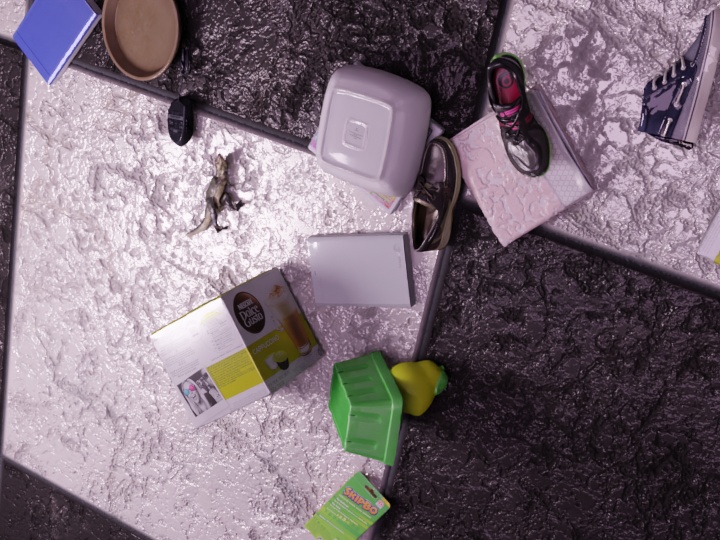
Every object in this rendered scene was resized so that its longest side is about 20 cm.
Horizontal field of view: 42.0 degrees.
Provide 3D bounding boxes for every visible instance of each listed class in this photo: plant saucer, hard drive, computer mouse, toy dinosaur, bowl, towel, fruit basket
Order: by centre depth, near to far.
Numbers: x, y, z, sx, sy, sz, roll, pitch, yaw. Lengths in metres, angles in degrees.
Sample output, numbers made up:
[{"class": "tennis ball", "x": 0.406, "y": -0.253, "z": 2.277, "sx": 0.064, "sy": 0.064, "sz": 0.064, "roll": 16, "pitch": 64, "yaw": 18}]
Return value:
[{"class": "towel", "x": 0.258, "y": -0.168, "z": 1.532, "sx": 0.190, "sy": 0.032, "sz": 0.202, "roll": -31, "pitch": 89, "yaw": 31}, {"class": "bowl", "x": 0.008, "y": -0.233, "z": 1.581, "sx": 0.198, "sy": 0.074, "sz": 0.203, "roll": 23, "pitch": 112, "yaw": 27}, {"class": "fruit basket", "x": 0.056, "y": 0.235, "z": 1.689, "sx": 0.212, "sy": 0.215, "sz": 0.158, "roll": 17, "pitch": 112, "yaw": 22}, {"class": "hard drive", "x": 0.000, "y": 0.000, "z": 1.717, "sx": 0.197, "sy": 0.026, "sz": 0.134, "roll": 0, "pitch": 105, "yaw": 28}, {"class": "plant saucer", "x": -0.412, "y": -0.465, "z": 1.781, "sx": 0.197, "sy": 0.029, "sz": 0.204, "roll": 8, "pitch": 106, "yaw": 30}, {"class": "computer mouse", "x": -0.336, "y": -0.339, "z": 1.791, "sx": 0.058, "sy": 0.034, "sz": 0.204, "roll": 20, "pitch": 109, "yaw": 41}, {"class": "toy dinosaur", "x": -0.276, "y": -0.125, "z": 1.811, "sx": 0.088, "sy": 0.047, "sz": 0.202, "roll": 41, "pitch": 120, "yaw": 27}, {"class": "hard drive", "x": -0.610, "y": -0.492, "z": 1.885, "sx": 0.200, "sy": 0.025, "sz": 0.133, "roll": -42, "pitch": 84, "yaw": 30}]

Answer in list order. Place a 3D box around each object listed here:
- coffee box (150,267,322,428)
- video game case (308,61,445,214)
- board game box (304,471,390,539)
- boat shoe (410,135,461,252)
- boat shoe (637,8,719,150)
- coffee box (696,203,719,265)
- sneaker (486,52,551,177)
[{"class": "coffee box", "x": -0.231, "y": 0.142, "z": 1.768, "sx": 0.198, "sy": 0.199, "sz": 0.200, "roll": -27, "pitch": 92, "yaw": 31}, {"class": "video game case", "x": 0.024, "y": -0.230, "z": 1.639, "sx": 0.199, "sy": 0.024, "sz": 0.183, "roll": 39, "pitch": 119, "yaw": 11}, {"class": "board game box", "x": -0.024, "y": 0.485, "z": 1.871, "sx": 0.096, "sy": 0.030, "sz": 0.201, "roll": 45, "pitch": 122, "yaw": 8}, {"class": "boat shoe", "x": 0.122, "y": -0.123, "z": 1.580, "sx": 0.073, "sy": 0.064, "sz": 0.203, "roll": 20, "pitch": 120, "yaw": 38}, {"class": "boat shoe", "x": 0.464, "y": -0.281, "z": 1.366, "sx": 0.091, "sy": 0.075, "sz": 0.203, "roll": 14, "pitch": 111, "yaw": 15}, {"class": "coffee box", "x": 0.603, "y": -0.084, "z": 1.282, "sx": 0.196, "sy": 0.199, "sz": 0.202, "roll": 29, "pitch": 115, "yaw": 16}, {"class": "sneaker", "x": 0.236, "y": -0.237, "z": 1.459, "sx": 0.076, "sy": 0.084, "sz": 0.203, "roll": -20, "pitch": 93, "yaw": 30}]
